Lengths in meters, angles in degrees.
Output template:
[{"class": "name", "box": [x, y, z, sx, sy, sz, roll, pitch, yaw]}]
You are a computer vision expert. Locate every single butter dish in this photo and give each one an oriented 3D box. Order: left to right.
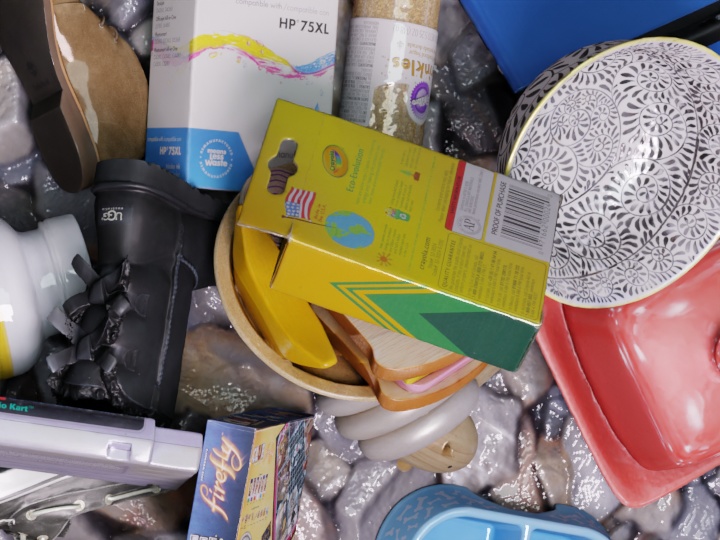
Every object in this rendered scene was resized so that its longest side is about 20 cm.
[{"class": "butter dish", "box": [0.253, 0.056, 1.455, 0.198, 0.148, 0.201, -29, 99, -13]}]

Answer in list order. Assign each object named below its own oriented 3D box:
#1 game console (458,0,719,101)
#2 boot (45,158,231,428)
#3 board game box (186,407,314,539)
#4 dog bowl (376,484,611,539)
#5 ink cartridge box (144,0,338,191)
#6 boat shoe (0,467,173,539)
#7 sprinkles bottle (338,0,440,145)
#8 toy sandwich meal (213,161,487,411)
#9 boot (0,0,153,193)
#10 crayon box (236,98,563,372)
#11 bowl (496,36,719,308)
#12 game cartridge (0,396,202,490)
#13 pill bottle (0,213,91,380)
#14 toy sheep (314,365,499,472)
[{"class": "game console", "box": [0.191, -0.160, 1.495, 0.198, 0.118, 0.172, -24, 129, -12]}, {"class": "boot", "box": [-0.130, 0.028, 1.330, 0.198, 0.073, 0.164, 29, 64, -58]}, {"class": "board game box", "box": [-0.076, 0.165, 1.344, 0.034, 0.200, 0.137, 10, 89, 10]}, {"class": "dog bowl", "box": [0.110, 0.225, 1.473, 0.198, 0.050, 0.113, 12, 89, -16]}, {"class": "ink cartridge box", "box": [-0.081, -0.155, 1.381, 0.115, 0.067, 0.202, 2, 92, -33]}, {"class": "boat shoe", "box": [-0.221, 0.158, 1.368, 0.198, 0.071, 0.064, -17, 96, -16]}, {"class": "sprinkles bottle", "box": [0.018, -0.126, 1.423, 0.068, 0.068, 0.202, 7, 90, -16]}, {"class": "toy sandwich meal", "box": [0.000, 0.000, 1.310, 0.203, 0.070, 0.207, 9, 58, -14]}, {"class": "boot", "box": [-0.201, -0.160, 1.371, 0.075, 0.073, 0.202, -24, 102, -33]}, {"class": "crayon box", "box": [0.023, -0.025, 1.264, 0.198, 0.051, 0.128, 20, 44, -4]}, {"class": "bowl", "box": [0.167, -0.084, 1.391, 0.199, 0.094, 0.203, -12, 120, -21]}, {"class": "game cartridge", "box": [-0.205, 0.108, 1.275, 0.198, 0.130, 0.039, 9, 73, -10]}, {"class": "pill bottle", "box": [-0.279, 0.026, 1.324, 0.198, 0.112, 0.113, -15, 96, -14]}, {"class": "toy sheep", "box": [0.022, 0.056, 1.403, 0.137, 0.138, 0.201, -34, 98, -11]}]
